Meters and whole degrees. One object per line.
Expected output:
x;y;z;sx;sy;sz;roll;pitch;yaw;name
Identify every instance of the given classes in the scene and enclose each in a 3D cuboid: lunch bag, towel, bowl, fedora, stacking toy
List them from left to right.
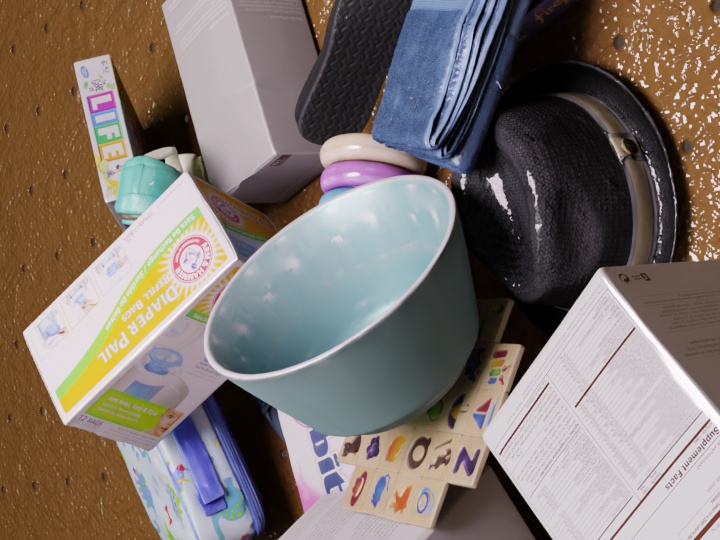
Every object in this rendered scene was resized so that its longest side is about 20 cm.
-0.162;0.165;1.331;0.201;0.082;0.161;64;160;5;lunch bag
0.000;0.000;1.135;0.085;0.085;0.201;-10;69;50;stacking toy
0.002;0.038;1.017;0.200;0.201;0.105;4;135;50;bowl
0.067;-0.172;1.012;0.112;0.048;0.201;23;96;59;towel
0.123;-0.045;1.015;0.200;0.091;0.202;5;97;50;fedora

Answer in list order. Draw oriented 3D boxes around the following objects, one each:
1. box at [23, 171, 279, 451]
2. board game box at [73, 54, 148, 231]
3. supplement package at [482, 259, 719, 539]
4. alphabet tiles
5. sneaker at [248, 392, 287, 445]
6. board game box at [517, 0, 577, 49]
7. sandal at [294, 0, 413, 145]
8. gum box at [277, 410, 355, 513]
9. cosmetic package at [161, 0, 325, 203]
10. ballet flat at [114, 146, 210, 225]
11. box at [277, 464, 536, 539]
-0.154;0.035;1.184;0.200;0.112;0.102;-43;55;13;box
-0.220;-0.101;1.381;0.200;0.034;0.135;88;167;-76;board game box
0.218;0.113;0.838;0.200;0.191;0.147;55;132;32;supplement package
0.046;0.098;1.052;0.200;0.006;0.167;-4;63;63;alphabet tiles
-0.106;0.075;1.307;0.075;0.084;0.200;-53;54;38;sneaker
0.083;-0.222;1.096;0.200;0.035;0.136;-37;65;45;board game box
0.000;-0.183;1.120;0.201;0.075;0.048;-57;35;36;sandal
-0.014;0.096;1.211;0.113;0.066;0.201;-33;68;47;gum box
-0.094;-0.167;1.276;0.107;0.090;0.201;-30;73;48;cosmetic package
-0.156;-0.069;1.269;0.067;0.200;0.071;6;90;11;ballet flat
0.039;0.245;1.088;0.200;0.106;0.153;-19;106;48;box
